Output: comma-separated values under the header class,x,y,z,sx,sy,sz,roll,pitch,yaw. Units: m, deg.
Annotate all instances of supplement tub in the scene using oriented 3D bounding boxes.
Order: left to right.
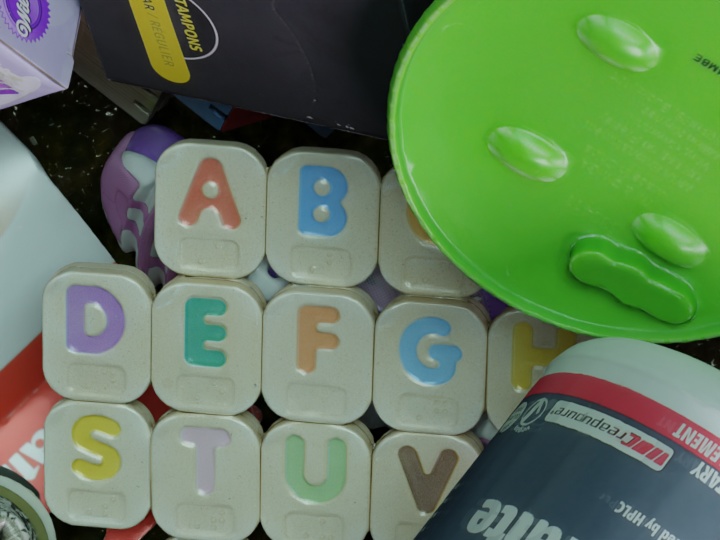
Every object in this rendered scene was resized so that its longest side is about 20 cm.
class,x,y,z,sx,sy,sz,roll,pitch,yaw
supplement tub,0.064,0.134,0.922,0.140,0.140,0.200,38,73,4

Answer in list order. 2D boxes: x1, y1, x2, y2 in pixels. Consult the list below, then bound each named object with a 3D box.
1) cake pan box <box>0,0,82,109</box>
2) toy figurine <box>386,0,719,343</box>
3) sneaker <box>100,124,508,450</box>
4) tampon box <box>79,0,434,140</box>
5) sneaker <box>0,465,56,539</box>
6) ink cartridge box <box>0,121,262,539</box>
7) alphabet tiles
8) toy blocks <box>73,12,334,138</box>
class,x,y,z,sx,sy,sz,roll,pitch,yaw
cake pan box,-0.170,-0.129,1.054,0.184,0.052,0.200,-13,57,36
toy figurine,0.121,-0.078,0.973,0.200,0.150,0.184,30,39,-9
sneaker,0.000,0.000,1.106,0.200,0.080,0.089,33,69,-3
tampon box,-0.008,-0.169,0.984,0.126,0.150,0.200,13,58,20
sneaker,-0.151,0.163,1.033,0.077,0.089,0.200,11,85,-12
ink cartridge box,-0.160,0.034,1.093,0.200,0.050,0.162,44,78,8
alphabet tiles,-0.015,0.053,1.060,0.200,0.015,0.196,5,108,8
toy blocks,-0.036,-0.112,1.105,0.137,0.100,0.200,38,51,4
